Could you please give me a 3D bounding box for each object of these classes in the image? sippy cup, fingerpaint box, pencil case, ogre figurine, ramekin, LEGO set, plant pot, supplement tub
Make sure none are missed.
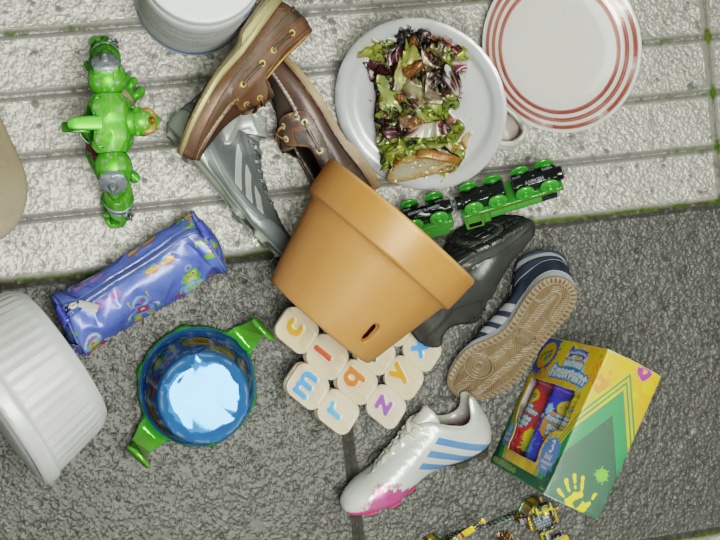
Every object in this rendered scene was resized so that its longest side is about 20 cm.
[{"bbox_3d":[-0.173,0.131,1.343,0.138,0.130,0.180,10,89,-12],"label":"sippy cup"},{"bbox_3d":[0.233,0.168,1.390,0.073,0.200,0.168,26,87,-10],"label":"fingerpaint box"},{"bbox_3d":[-0.241,0.014,1.350,0.199,0.087,0.078,-32,75,-10],"label":"pencil case"},{"bbox_3d":[-0.266,-0.150,1.323,0.097,0.120,0.202,15,89,-11],"label":"ogre figurine"},{"bbox_3d":[-0.344,0.113,1.281,0.094,0.202,0.203,-35,98,-20],"label":"ramekin"},{"bbox_3d":[0.170,0.351,1.422,0.198,0.116,0.156,-10,93,-11],"label":"LEGO set"},{"bbox_3d":[0.000,0.000,1.303,0.200,0.200,0.140,41,89,-9],"label":"plant pot"},{"bbox_3d":[-0.171,-0.303,1.297,0.130,0.200,0.134,0,92,-11],"label":"supplement tub"}]

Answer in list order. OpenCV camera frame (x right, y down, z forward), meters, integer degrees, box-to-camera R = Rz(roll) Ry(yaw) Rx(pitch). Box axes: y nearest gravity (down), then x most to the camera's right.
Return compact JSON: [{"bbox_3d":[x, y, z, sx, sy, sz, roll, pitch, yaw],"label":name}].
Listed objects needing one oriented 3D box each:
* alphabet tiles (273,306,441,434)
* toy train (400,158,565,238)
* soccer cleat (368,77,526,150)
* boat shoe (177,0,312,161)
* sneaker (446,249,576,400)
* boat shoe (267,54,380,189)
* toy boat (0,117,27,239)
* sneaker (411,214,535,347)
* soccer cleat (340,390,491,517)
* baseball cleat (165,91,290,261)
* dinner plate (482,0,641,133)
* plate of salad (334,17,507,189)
[{"bbox_3d":[-0.001,0.079,1.410,0.195,0.015,0.201,41,73,-24],"label":"alphabet tiles"},{"bbox_3d":[0.138,-0.076,1.415,0.198,0.057,0.042,-16,58,7],"label":"toy train"},{"bbox_3d":[0.102,-0.197,1.417,0.198,0.078,0.070,25,87,-11],"label":"soccer cleat"},{"bbox_3d":[-0.124,-0.198,1.322,0.067,0.072,0.201,33,88,-8],"label":"boat shoe"},{"bbox_3d":[0.176,0.060,1.450,0.070,0.109,0.200,36,115,-12],"label":"sneaker"},{"bbox_3d":[-0.059,-0.151,1.389,0.070,0.070,0.201,-38,98,-12],"label":"boat shoe"},{"bbox_3d":[-0.443,-0.112,1.303,0.130,0.130,0.202,-21,95,20],"label":"toy boat"},{"bbox_3d":[0.125,0.010,1.436,0.199,0.076,0.091,-36,119,-13],"label":"sneaker"},{"bbox_3d":[0.057,0.204,1.419,0.199,0.070,0.087,-25,112,-18],"label":"soccer cleat"},{"bbox_3d":[-0.123,-0.112,1.378,0.106,0.070,0.200,-42,99,-7],"label":"baseball cleat"},{"bbox_3d":[0.236,-0.263,1.470,0.198,0.024,0.203,0,91,-11],"label":"dinner plate"},{"bbox_3d":[0.063,-0.178,1.377,0.198,0.048,0.202,9,120,16],"label":"plate of salad"}]
